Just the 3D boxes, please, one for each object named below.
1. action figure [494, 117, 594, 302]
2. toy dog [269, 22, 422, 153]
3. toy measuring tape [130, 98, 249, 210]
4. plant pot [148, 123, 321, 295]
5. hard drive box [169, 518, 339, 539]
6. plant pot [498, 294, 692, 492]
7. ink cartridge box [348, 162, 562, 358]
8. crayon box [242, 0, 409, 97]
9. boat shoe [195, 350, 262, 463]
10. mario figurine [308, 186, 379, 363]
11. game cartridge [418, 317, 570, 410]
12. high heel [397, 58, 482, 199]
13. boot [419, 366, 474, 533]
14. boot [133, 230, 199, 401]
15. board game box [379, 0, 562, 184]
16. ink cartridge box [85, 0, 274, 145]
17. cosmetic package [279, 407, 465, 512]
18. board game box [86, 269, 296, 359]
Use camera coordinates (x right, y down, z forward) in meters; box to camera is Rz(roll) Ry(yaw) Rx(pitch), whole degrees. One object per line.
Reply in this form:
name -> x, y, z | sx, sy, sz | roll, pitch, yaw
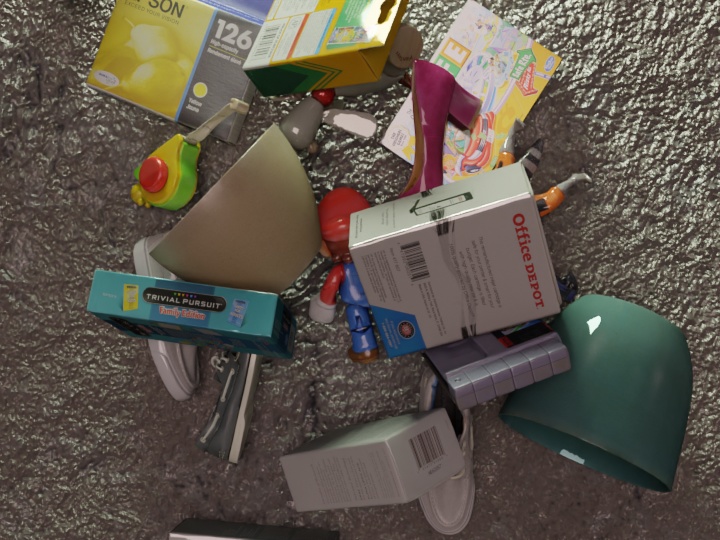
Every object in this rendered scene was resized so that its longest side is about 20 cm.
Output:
action figure -> 0.184, -0.050, 1.151 | 0.198, 0.105, 0.195 | 32, 103, -26
toy dog -> -0.003, -0.207, 1.158 | 0.198, 0.133, 0.097 | -34, 125, 9
toy measuring tape -> -0.202, -0.125, 1.169 | 0.198, 0.073, 0.075 | -30, 86, 28
plant pot -> -0.120, -0.043, 1.098 | 0.200, 0.200, 0.135 | -44, 100, 4
hard drive box -> -0.128, 0.390, 1.171 | 0.195, 0.077, 0.160 | 3, 89, 6
plant pot -> 0.273, 0.126, 1.080 | 0.197, 0.201, 0.163 | 25, 79, 5
ink cartridge box -> 0.101, -0.009, 1.050 | 0.196, 0.085, 0.148 | -15, 118, 9
crayon box -> -0.027, -0.269, 1.111 | 0.197, 0.052, 0.128 | -1, 57, 36
boat shoe -> -0.154, 0.127, 1.179 | 0.060, 0.073, 0.205 | 11, 96, 2
mario figurine -> 0.000, 0.000, 1.175 | 0.105, 0.122, 0.204 | -9, 99, 48
game cartridge -> 0.136, 0.082, 1.058 | 0.127, 0.200, 0.039 | -24, 105, -4
high heel -> 0.059, -0.135, 1.117 | 0.095, 0.067, 0.203 | 29, 88, -14
boot -> 0.095, 0.209, 1.133 | 0.072, 0.096, 0.205 | -5, 89, 5
boot -> -0.205, 0.048, 1.182 | 0.094, 0.073, 0.204 | -16, 87, 12
board game box -> 0.130, -0.199, 1.171 | 0.133, 0.034, 0.202 | 33, 93, 5
ink cartridge box -> -0.210, -0.283, 1.202 | 0.194, 0.047, 0.204 | 21, 94, 6
cosmetic package -> 0.009, 0.214, 1.095 | 0.199, 0.101, 0.075 | -23, 87, 49
board game box -> -0.177, 0.050, 1.074 | 0.195, 0.151, 0.048 | 8, 77, 6
